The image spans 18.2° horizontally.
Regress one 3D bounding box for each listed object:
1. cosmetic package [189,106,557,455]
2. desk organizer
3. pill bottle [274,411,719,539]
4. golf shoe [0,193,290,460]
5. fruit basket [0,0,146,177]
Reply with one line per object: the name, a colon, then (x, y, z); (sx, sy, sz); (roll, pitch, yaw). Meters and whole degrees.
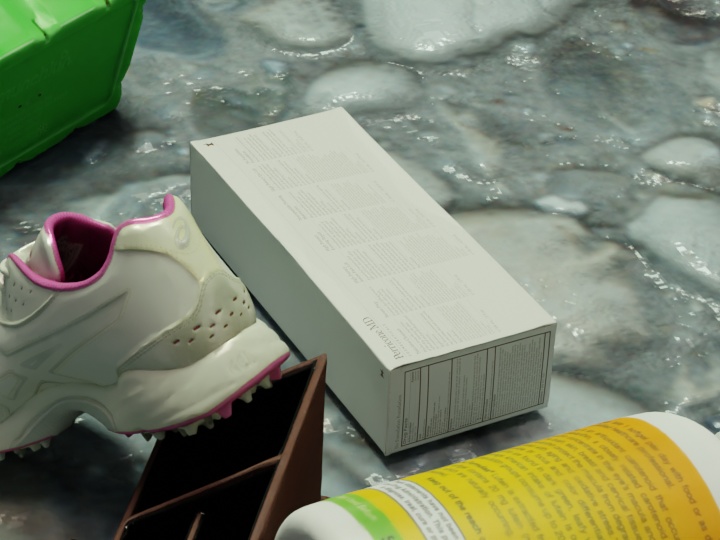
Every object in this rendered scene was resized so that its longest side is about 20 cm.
cosmetic package: (0.000, 0.000, 1.004); (0.082, 0.051, 0.200); (-13, 37, -24)
desk organizer: (-0.065, 0.112, 0.811); (0.071, 0.077, 0.200); (8, 34, 8)
pill bottle: (0.078, 0.113, 0.788); (0.199, 0.111, 0.111); (-13, 37, -22)
golf shoe: (-0.117, 0.021, 0.882); (0.200, 0.092, 0.075); (-12, 19, 39)
fruit basket: (-0.235, -0.131, 1.116); (0.215, 0.156, 0.216); (12, 43, -11)
